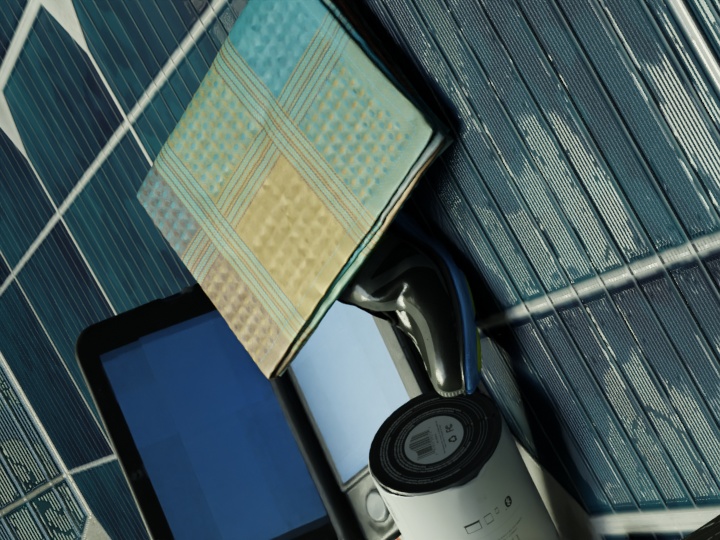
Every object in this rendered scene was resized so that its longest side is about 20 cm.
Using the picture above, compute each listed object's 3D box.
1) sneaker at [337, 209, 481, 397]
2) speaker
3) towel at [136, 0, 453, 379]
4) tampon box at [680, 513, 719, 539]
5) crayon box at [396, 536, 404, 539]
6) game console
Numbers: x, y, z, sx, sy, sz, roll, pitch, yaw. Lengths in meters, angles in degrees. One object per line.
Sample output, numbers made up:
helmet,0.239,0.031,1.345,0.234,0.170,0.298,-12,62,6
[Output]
sneaker,0.000,0.000,1.353,0.200,0.082,0.071,51,162,25
speaker,0.075,0.163,1.377,0.081,0.081,0.201,41,163,51
towel,-0.040,-0.057,1.306,0.147,0.022,0.200,53,131,22
tampon box,0.200,0.103,0.761,0.127,0.149,0.200,59,165,5
crayon box,0.015,0.117,1.584,0.126,0.051,0.201,43,158,48
game console,-0.054,0.078,1.445,0.171,0.118,0.201,-42,66,44
